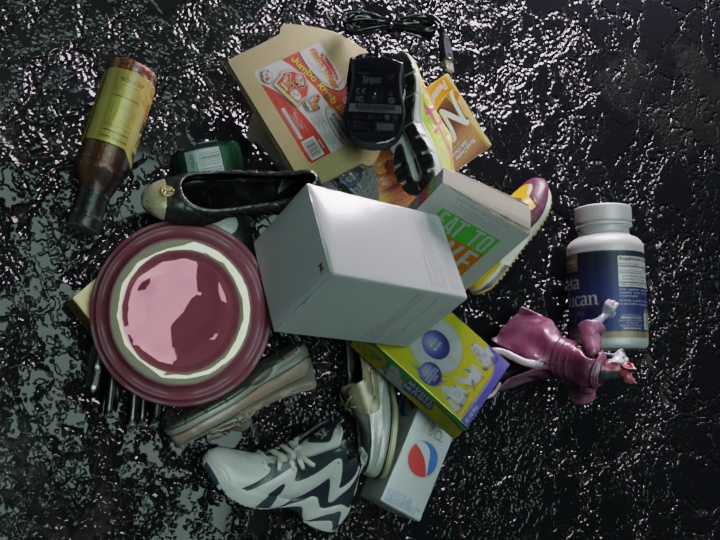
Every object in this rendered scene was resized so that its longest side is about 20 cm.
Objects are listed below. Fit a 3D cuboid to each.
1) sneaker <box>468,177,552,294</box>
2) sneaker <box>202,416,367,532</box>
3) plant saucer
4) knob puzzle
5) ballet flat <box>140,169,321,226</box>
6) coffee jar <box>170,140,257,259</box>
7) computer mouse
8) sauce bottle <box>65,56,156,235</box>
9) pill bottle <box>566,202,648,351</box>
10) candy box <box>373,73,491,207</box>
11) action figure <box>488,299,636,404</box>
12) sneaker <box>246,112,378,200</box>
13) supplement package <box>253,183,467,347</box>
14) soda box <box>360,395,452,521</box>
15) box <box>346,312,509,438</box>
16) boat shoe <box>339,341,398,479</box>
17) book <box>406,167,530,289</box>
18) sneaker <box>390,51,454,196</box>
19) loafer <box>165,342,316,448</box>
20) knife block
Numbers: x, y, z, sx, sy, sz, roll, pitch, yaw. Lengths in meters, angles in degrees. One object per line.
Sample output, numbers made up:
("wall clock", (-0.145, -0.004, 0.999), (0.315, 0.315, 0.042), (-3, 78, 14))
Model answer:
("sneaker", (0.189, -0.068, 1.238), (0.090, 0.075, 0.201), (43, 67, -19))
("sneaker", (-0.077, 0.215, 1.050), (0.197, 0.080, 0.131), (28, 99, -19))
("plant saucer", (-0.192, 0.045, 0.966), (0.196, 0.051, 0.205), (1, 87, -10))
("knob puzzle", (-0.044, -0.207, 1.087), (0.216, 0.030, 0.224), (10, 68, -25))
("ballet flat", (-0.139, -0.089, 0.975), (0.196, 0.057, 0.068), (-5, 62, -12))
("coffee jar", (-0.164, -0.043, 1.055), (0.084, 0.104, 0.204), (-11, 88, -16))
("computer mouse", (0.046, -0.224, 1.083), (0.137, 0.046, 0.204), (-2, 65, -3))
("sauce bottle", (-0.290, -0.142, 1.034), (0.065, 0.066, 0.204), (20, 78, -21))
("pill bottle", (0.350, 0.011, 1.282), (0.109, 0.111, 0.205), (3, 82, -24))
("candy box", (0.069, -0.161, 1.204), (0.199, 0.055, 0.117), (-36, 96, -24))
("action figure", (0.265, 0.110, 1.180), (0.148, 0.197, 0.137), (-13, 108, -48))
("sneaker", (-0.058, -0.140, 1.125), (0.200, 0.087, 0.075), (44, 54, -7))
("supplement package", (0.000, 0.000, 1.000), (0.197, 0.117, 0.119), (10, 52, -40))
("soda box", (0.075, 0.210, 1.152), (0.063, 0.068, 0.203), (31, 72, -17))
("box", (0.077, 0.094, 1.110), (0.199, 0.049, 0.117), (40, 54, 5))
("boat shoe", (0.006, 0.157, 1.130), (0.067, 0.075, 0.204), (9, 69, -22))
("book", (0.101, -0.035, 1.129), (0.132, 0.200, 0.049), (24, 48, -19))
("sneaker", (0.073, -0.182, 1.147), (0.089, 0.077, 0.204), (7, 65, -49))
("loafer", (-0.134, 0.160, 1.065), (0.198, 0.071, 0.064), (-32, 104, -28))
("knife block", (-0.242, 0.071, 1.027), (0.200, 0.064, 0.177), (-43, 102, -23))
